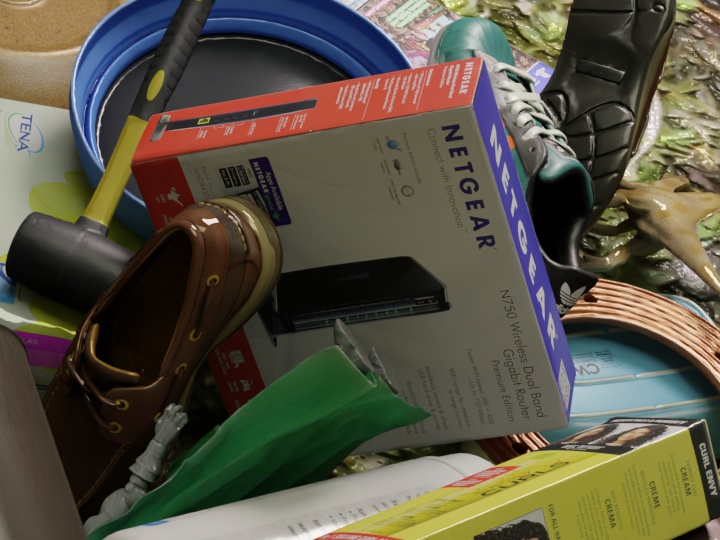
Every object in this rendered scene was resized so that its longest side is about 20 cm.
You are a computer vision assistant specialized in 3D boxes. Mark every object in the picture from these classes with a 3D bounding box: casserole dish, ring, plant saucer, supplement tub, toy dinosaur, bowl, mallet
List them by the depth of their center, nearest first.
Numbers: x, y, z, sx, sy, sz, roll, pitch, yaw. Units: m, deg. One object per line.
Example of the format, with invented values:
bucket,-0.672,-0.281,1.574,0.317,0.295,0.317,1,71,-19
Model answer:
supplement tub,-0.021,0.167,1.148,0.200,0.132,0.132,-10,47,-30
mallet,-0.127,-0.075,1.278,0.066,0.041,0.200,15,76,6
ring,0.143,0.077,1.348,0.200,0.019,0.201,12,40,-10
bowl,-0.063,-0.081,1.357,0.200,0.039,0.201,6,50,-7
casserole dish,0.145,0.061,1.411,0.200,0.039,0.121,-6,45,-26
toy dinosaur,0.176,-0.030,1.479,0.101,0.058,0.200,-8,20,1
plant saucer,-0.221,-0.166,1.531,0.200,0.035,0.200,11,40,-9

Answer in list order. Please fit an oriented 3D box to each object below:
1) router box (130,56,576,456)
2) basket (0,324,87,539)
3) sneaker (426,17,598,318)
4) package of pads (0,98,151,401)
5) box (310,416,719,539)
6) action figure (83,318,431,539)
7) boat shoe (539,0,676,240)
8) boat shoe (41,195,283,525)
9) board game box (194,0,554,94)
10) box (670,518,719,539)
router box,0.000,0.000,1.245,0.179,0.200,0.049,-9,32,17
basket,-0.179,0.154,1.087,0.136,0.180,0.200,1,49,-45
sneaker,0.092,-0.061,1.359,0.071,0.080,0.200,18,55,-45
package of pads,-0.177,-0.013,1.344,0.154,0.068,0.200,10,41,-11
box,0.065,0.118,1.087,0.200,0.050,0.075,-19,8,-31
action figure,-0.073,0.101,1.187,0.118,0.200,0.055,42,15,-56
boat shoe,0.138,-0.086,1.452,0.076,0.074,0.200,24,79,18
boat shoe,-0.118,0.047,1.195,0.072,0.200,0.068,42,19,21
board game box,-0.006,-0.098,1.488,0.200,0.097,0.159,31,41,15
box,0.119,0.246,1.084,0.200,0.164,0.166,-20,53,-38
